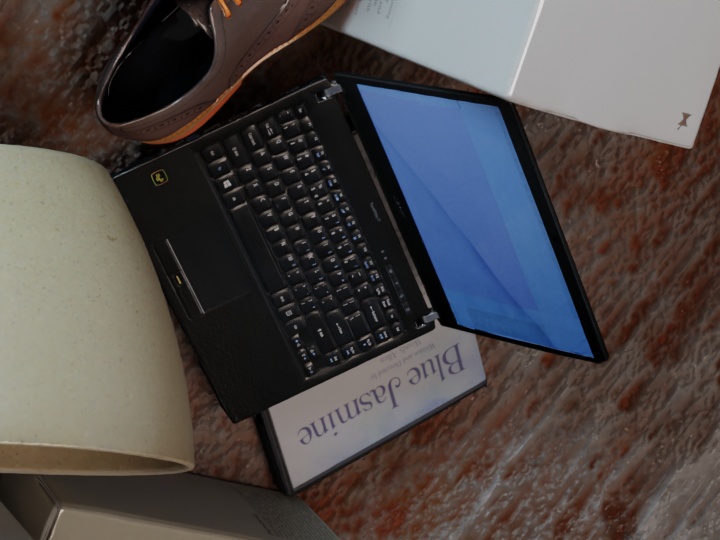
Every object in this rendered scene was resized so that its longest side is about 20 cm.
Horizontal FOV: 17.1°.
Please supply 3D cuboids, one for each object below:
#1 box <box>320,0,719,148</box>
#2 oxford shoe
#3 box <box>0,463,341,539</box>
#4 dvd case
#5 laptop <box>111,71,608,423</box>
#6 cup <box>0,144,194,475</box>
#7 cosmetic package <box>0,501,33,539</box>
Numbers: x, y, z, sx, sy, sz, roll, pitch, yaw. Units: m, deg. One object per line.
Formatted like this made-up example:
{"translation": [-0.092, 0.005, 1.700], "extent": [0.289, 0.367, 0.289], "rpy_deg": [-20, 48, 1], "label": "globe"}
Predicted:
{"translation": [0.075, -0.141, 1.195], "extent": [0.124, 0.200, 0.098], "rpy_deg": [11, 101, -36], "label": "box"}
{"translation": [-0.054, -0.137, 1.168], "extent": [0.071, 0.073, 0.200], "rpy_deg": [41, 101, 4], "label": "oxford shoe"}
{"translation": [-0.106, 0.153, 1.301], "extent": [0.199, 0.082, 0.069], "rpy_deg": [15, 105, -35], "label": "box"}
{"translation": [-0.009, 0.016, 1.336], "extent": [0.142, 0.018, 0.201], "rpy_deg": [-29, 125, -19], "label": "dvd case"}
{"translation": [0.000, 0.000, 1.232], "extent": [0.199, 0.103, 0.178], "rpy_deg": [-25, 125, -1], "label": "laptop"}
{"translation": [-0.175, 0.019, 1.142], "extent": [0.199, 0.200, 0.145], "rpy_deg": [8, 80, -34], "label": "cup"}
{"translation": [-0.217, 0.217, 1.216], "extent": [0.051, 0.151, 0.201], "rpy_deg": [9, 108, -34], "label": "cosmetic package"}
